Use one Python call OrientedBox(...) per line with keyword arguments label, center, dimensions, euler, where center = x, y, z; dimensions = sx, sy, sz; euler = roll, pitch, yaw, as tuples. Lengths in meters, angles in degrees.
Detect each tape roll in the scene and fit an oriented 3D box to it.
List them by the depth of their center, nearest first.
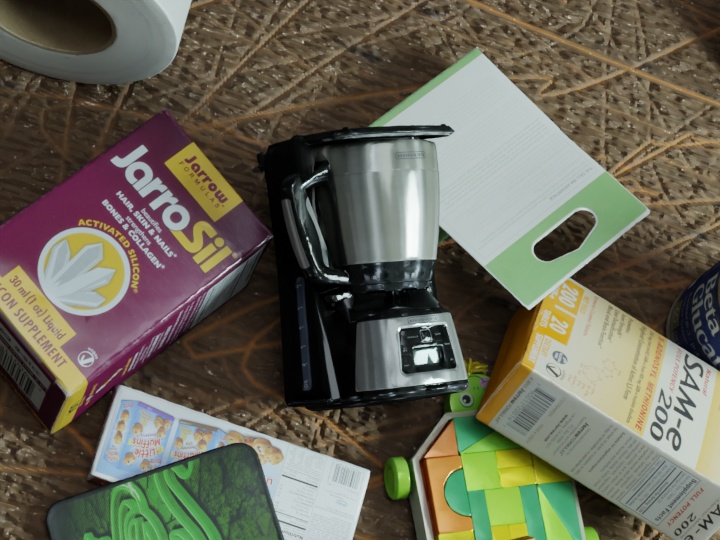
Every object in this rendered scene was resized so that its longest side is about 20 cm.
OrientedBox(label="tape roll", center=(-0.214, -0.247, 1.524), dimensions=(0.201, 0.203, 0.140), euler=(17, 66, -10))

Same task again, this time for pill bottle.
OrientedBox(label="pill bottle", center=(0.322, 0.026, 1.585), dimensions=(0.110, 0.200, 0.112), euler=(6, 69, -15))

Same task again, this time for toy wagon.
OrientedBox(label="toy wagon", center=(0.096, 0.160, 1.558), dimensions=(0.154, 0.040, 0.201), euler=(-4, 72, -18))

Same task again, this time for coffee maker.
OrientedBox(label="coffee maker", center=(0.000, 0.000, 1.533), dimensions=(0.134, 0.192, 0.202), euler=(-4, 89, -11))

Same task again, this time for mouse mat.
OrientedBox(label="mouse mat", center=(-0.122, 0.237, 1.455), dimensions=(0.160, 0.008, 0.201), euler=(-18, 77, -4))

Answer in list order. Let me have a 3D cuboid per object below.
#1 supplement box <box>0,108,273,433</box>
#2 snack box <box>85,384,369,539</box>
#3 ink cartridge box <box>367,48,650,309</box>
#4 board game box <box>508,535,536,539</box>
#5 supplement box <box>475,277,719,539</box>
OrientedBox(label="supplement box", center=(-0.183, 0.001, 1.497), dimensions=(0.200, 0.103, 0.131), euler=(-39, 84, -25))
OrientedBox(label="snack box", center=(-0.096, 0.150, 1.512), dimensions=(0.199, 0.024, 0.072), euler=(20, 69, -9))
OrientedBox(label="ink cartridge box", center=(0.106, -0.065, 1.616), dimensions=(0.145, 0.048, 0.200), euler=(-37, 72, -25))
OrientedBox(label="board game box", center=(0.065, 0.304, 1.461), dimensions=(0.164, 0.057, 0.201), euler=(-12, 83, -13))
OrientedBox(label="supplement box", center=(0.199, 0.104, 1.564), dimensions=(0.199, 0.074, 0.126), euler=(31, 39, -5))
